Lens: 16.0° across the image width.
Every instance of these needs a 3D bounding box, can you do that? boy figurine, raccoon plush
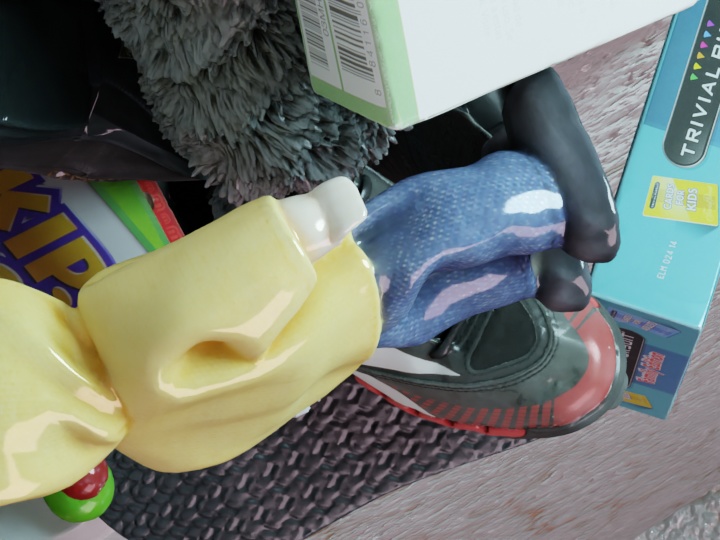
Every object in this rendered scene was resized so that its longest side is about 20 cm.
[{"bbox_3d":[-0.034,0.012,0.679,0.199,0.065,0.124,-18,163,-12],"label":"boy figurine"},{"bbox_3d":[-0.042,-0.048,0.702,0.096,0.201,0.134,2,-173,37],"label":"raccoon plush"}]

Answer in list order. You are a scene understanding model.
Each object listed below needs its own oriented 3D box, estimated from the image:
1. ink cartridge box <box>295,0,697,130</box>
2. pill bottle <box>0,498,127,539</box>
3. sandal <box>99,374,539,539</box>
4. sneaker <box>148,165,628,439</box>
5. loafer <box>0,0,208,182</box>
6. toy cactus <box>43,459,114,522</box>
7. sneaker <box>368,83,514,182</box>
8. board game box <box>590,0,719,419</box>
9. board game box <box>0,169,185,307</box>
[{"bbox_3d":[0.069,-0.139,0.669,0.199,0.146,0.048,-24,-151,-24],"label":"ink cartridge box"},{"bbox_3d":[-0.119,0.086,1.105,0.114,0.115,0.200,-30,165,1],"label":"pill bottle"},{"bbox_3d":[-0.011,0.057,0.977,0.199,0.075,0.045,-16,-157,0],"label":"sandal"},{"bbox_3d":[0.000,0.000,0.900,0.071,0.200,0.098,-62,168,-4],"label":"sneaker"},{"bbox_3d":[-0.091,-0.062,0.778,0.072,0.073,0.200,-9,170,29],"label":"loafer"},{"bbox_3d":[-0.171,0.047,0.888,0.199,0.102,0.165,15,118,-16],"label":"toy cactus"},{"bbox_3d":[0.048,-0.038,1.027,0.060,0.104,0.200,-27,166,-11],"label":"sneaker"},{"bbox_3d":[0.134,-0.057,1.009,0.151,0.047,0.201,84,25,-74],"label":"board game box"},{"bbox_3d":[-0.140,-0.002,0.802,0.200,0.096,0.030,-19,163,-38],"label":"board game box"}]
